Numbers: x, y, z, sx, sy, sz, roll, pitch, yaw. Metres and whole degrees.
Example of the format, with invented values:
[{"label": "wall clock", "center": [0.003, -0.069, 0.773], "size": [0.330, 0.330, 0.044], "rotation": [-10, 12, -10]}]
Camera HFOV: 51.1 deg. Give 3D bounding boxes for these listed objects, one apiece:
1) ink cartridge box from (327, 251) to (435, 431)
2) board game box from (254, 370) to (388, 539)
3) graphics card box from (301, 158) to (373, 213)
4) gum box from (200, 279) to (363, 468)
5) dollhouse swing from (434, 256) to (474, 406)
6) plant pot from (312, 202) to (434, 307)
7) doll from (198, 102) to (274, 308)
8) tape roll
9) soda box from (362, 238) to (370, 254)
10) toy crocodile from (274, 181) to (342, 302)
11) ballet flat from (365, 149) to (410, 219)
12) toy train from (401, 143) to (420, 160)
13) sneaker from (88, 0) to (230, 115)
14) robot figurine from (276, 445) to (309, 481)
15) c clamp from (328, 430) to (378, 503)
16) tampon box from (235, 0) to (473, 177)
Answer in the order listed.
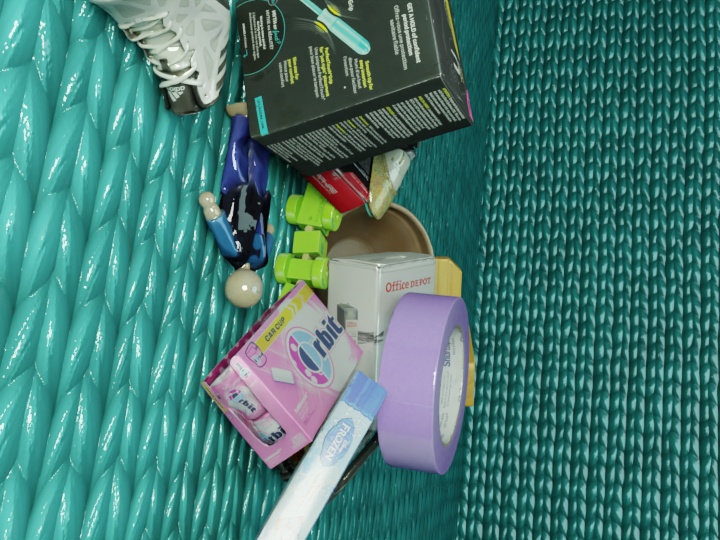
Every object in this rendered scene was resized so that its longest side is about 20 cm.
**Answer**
[{"label": "ink cartridge box", "center": [0.027, 0.082, 0.968], "size": [0.145, 0.083, 0.205], "rotation": [-8, 104, -55]}, {"label": "board game box", "center": [-0.052, 0.222, 0.787], "size": [0.201, 0.043, 0.201], "rotation": [-57, 176, -23]}, {"label": "graphics card box", "center": [-0.033, -0.188, 0.947], "size": [0.125, 0.050, 0.203], "rotation": [41, 42, -37]}, {"label": "gum box", "center": [-0.080, 0.108, 0.816], "size": [0.114, 0.066, 0.200], "rotation": [50, 26, -7]}, {"label": "dollhouse swing", "center": [0.083, 0.098, 1.206], "size": [0.183, 0.195, 0.179], "rotation": [-86, 177, -59]}, {"label": "plant pot", "center": [0.000, 0.000, 1.069], "size": [0.092, 0.197, 0.206], "rotation": [15, -74, 61]}, {"label": "doll", "center": [-0.120, -0.064, 0.774], "size": [0.136, 0.047, 0.205], "rotation": [15, 76, -67]}, {"label": "tape roll", "center": [0.078, 0.130, 0.879], "size": [0.200, 0.064, 0.205], "rotation": [6, 90, -72]}, {"label": "soda box", "center": [-0.010, -0.117, 1.136], "size": [0.068, 0.063, 0.204], "rotation": [-52, 142, -64]}, {"label": "toy crocodile", "center": [-0.063, -0.035, 0.956], "size": [0.062, 0.066, 0.204], "rotation": [55, 43, -66]}, {"label": "ballet flat", "center": [0.036, -0.160, 1.017], "size": [0.071, 0.069, 0.203], "rotation": [72, 14, -52]}, {"label": "toy train", "center": [0.038, -0.264, 1.160], "size": [0.115, 0.084, 0.203], "rotation": [80, -8, -63]}, {"label": "sneaker", "center": [-0.148, -0.183, 0.600], "size": [0.201, 0.074, 0.118], "rotation": [-46, 135, -71]}, {"label": "robot figurine", "center": [-0.076, 0.199, 0.955], "size": [0.201, 0.057, 0.148], "rotation": [60, 37, -60]}, {"label": "c clamp", "center": [-0.013, 0.283, 1.120], "size": [0.200, 0.027, 0.172], "rotation": [-45, 156, -22]}, {"label": "tampon box", "center": [-0.004, -0.206, 0.756], "size": [0.126, 0.196, 0.153], "rotation": [25, 54, -65]}]
